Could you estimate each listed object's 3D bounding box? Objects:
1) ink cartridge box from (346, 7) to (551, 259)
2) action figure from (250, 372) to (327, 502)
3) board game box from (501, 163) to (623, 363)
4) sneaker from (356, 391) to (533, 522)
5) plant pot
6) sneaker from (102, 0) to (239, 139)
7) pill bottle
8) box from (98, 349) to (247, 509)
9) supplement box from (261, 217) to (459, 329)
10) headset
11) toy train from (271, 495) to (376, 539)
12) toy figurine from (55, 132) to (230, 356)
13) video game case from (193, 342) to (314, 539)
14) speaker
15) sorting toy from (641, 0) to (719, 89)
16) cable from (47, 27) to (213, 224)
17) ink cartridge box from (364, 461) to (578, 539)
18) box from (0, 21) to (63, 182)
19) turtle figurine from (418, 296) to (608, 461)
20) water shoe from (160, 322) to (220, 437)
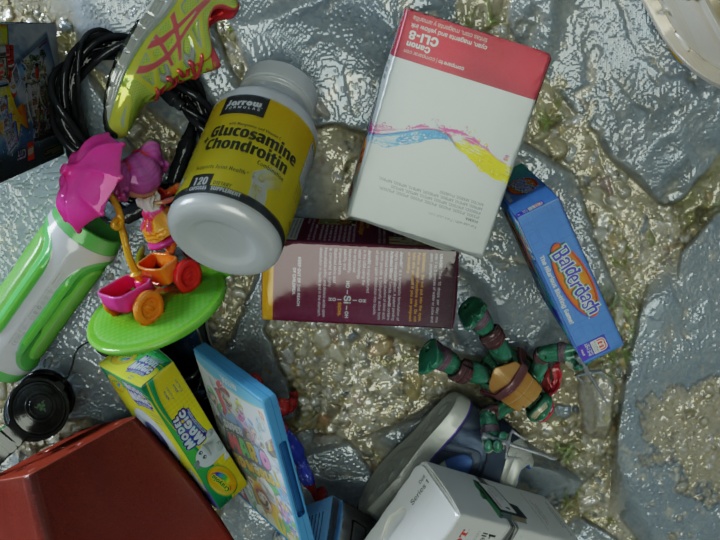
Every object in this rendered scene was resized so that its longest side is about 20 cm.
[{"bbox_3d":[0.080,-0.138,0.898,0.143,0.145,0.203,16,104,-3],"label":"ink cartridge box"},{"bbox_3d":[-0.094,0.178,1.035,0.064,0.100,0.202,-16,126,2],"label":"action figure"},{"bbox_3d":[0.188,-0.015,0.902,0.045,0.200,0.153,-26,104,7],"label":"board game box"},{"bbox_3d":[0.105,0.249,1.035,0.146,0.081,0.201,37,103,-10],"label":"sneaker"},{"bbox_3d":[-0.285,0.268,0.965,0.199,0.199,0.178,-19,95,46],"label":"plant pot"},{"bbox_3d":[-0.185,-0.211,0.895,0.090,0.078,0.202,30,80,-15],"label":"sneaker"},{"bbox_3d":[-0.105,-0.105,0.881,0.110,0.202,0.113,11,146,7],"label":"pill bottle"},{"bbox_3d":[-0.207,0.155,0.975,0.048,0.117,0.202,-37,117,-28],"label":"box"},{"bbox_3d":[0.000,0.000,0.955,0.197,0.110,0.087,3,106,0],"label":"supplement box"},{"bbox_3d":[-0.342,0.157,1.003,0.094,0.123,0.200,44,82,-11],"label":"headset"},{"bbox_3d":[-0.006,0.333,1.026,0.199,0.087,0.114,38,133,-27],"label":"toy train"},{"bbox_3d":[-0.213,-0.051,0.892,0.149,0.200,0.186,11,130,40],"label":"toy figurine"},{"bbox_3d":[-0.110,0.185,0.945,0.018,0.142,0.202,-27,122,-28],"label":"video game case"},{"bbox_3d":[-0.343,0.023,0.980,0.088,0.089,0.201,37,102,-9],"label":"speaker"},{"bbox_3d":[0.365,-0.307,0.878,0.179,0.107,0.201,-33,102,2],"label":"sorting toy"},{"bbox_3d":[-0.233,-0.155,0.946,0.161,0.051,0.203,-16,103,1],"label":"cable"},{"bbox_3d":[0.112,0.300,0.960,0.198,0.084,0.147,23,106,-36],"label":"ink cartridge box"},{"bbox_3d":[-0.336,-0.166,0.869,0.037,0.200,0.139,2,105,-1],"label":"box"},{"bbox_3d":[0.162,0.122,0.974,0.199,0.101,0.151,37,84,-20],"label":"turtle figurine"},{"bbox_3d":[-0.187,0.119,1.006,0.071,0.079,0.202,-18,104,6],"label":"water shoe"}]
